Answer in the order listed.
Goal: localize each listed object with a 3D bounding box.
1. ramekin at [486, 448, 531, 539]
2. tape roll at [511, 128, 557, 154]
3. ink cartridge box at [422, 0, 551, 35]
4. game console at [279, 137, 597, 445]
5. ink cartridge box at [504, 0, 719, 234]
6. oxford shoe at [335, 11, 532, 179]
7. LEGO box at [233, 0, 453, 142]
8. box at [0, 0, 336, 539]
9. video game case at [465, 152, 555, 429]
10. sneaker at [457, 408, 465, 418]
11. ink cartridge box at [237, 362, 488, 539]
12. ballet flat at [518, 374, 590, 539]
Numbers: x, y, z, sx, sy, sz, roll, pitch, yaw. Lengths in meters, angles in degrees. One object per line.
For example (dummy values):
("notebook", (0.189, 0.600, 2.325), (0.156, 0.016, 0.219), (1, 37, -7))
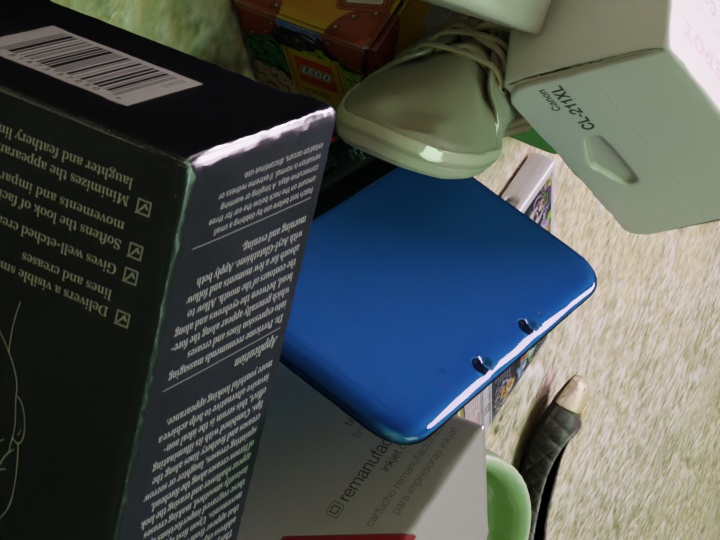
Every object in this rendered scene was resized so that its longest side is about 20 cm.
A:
("ramekin", (-0.018, 0.147, 1.040), (0.200, 0.098, 0.200), (-27, 140, -26))
("tape roll", (0.130, -0.168, 1.164), (0.200, 0.048, 0.201), (-159, -90, -80))
("ink cartridge box", (0.010, -0.195, 0.828), (0.200, 0.083, 0.147), (12, 100, -45))
("game console", (-0.022, 0.015, 0.891), (0.200, 0.171, 0.118), (-33, 97, -54))
("ink cartridge box", (0.145, -0.139, 0.955), (0.146, 0.083, 0.200), (41, 48, -46))
("oxford shoe", (0.045, -0.087, 0.914), (0.200, 0.075, 0.058), (-34, 148, -62))
("LEGO box", (0.031, -0.153, 1.022), (0.200, 0.077, 0.149), (-58, 157, -23))
("box", (-0.114, 0.016, 0.740), (0.107, 0.148, 0.200), (-27, 136, -59))
("video game case", (0.090, 0.042, 1.446), (0.182, 0.023, 0.200), (-53, 154, -33))
("sneaker", (-0.008, 0.132, 1.208), (0.089, 0.077, 0.200), (8, 115, -52))
("ink cartridge box", (-0.064, 0.106, 0.885), (0.147, 0.200, 0.083), (-52, 151, -37))
("ballet flat", (0.162, 0.183, 1.714), (0.066, 0.057, 0.200), (-16, 126, -65))
